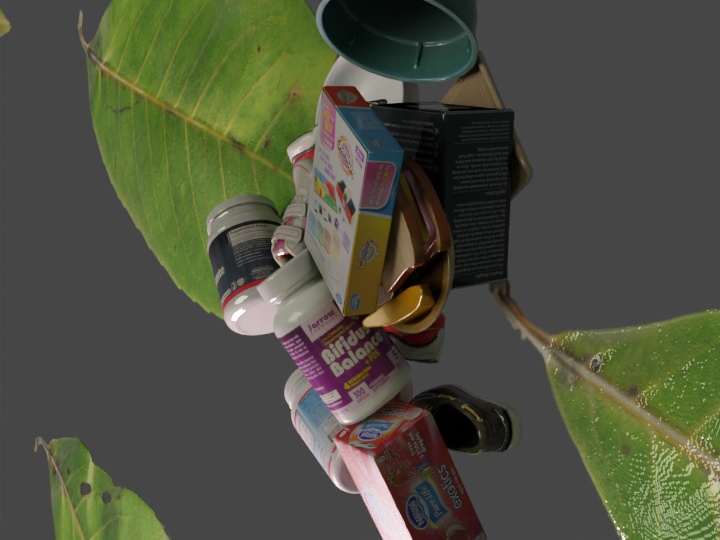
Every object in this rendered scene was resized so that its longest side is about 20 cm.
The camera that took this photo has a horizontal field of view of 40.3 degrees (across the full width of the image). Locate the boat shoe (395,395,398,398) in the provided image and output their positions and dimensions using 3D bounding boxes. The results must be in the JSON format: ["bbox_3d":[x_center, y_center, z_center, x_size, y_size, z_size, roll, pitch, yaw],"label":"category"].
[{"bbox_3d":[0.019,0.178,1.290,0.060,0.071,0.202,-144,34,-78],"label":"boat shoe"}]

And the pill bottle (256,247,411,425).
[{"bbox_3d":[-0.036,0.076,1.189,0.201,0.112,0.112,53,144,-5],"label":"pill bottle"}]

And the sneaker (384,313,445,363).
[{"bbox_3d":[0.046,0.065,1.330,0.199,0.076,0.086,17,93,47],"label":"sneaker"}]

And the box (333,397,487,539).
[{"bbox_3d":[0.061,0.266,1.198,0.099,0.095,0.202,12,131,58],"label":"box"}]

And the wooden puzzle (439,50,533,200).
[{"bbox_3d":[0.138,-0.140,1.227,0.200,0.037,0.187,-54,46,50],"label":"wooden puzzle"}]

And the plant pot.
[{"bbox_3d":[0.065,-0.365,1.187,0.199,0.199,0.198,-13,59,57],"label":"plant pot"}]

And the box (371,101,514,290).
[{"bbox_3d":[0.093,-0.093,1.160,0.148,0.106,0.203,20,113,54],"label":"box"}]

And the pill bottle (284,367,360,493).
[{"bbox_3d":[-0.034,0.220,1.420,0.200,0.108,0.110,45,126,49],"label":"pill bottle"}]

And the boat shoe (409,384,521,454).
[{"bbox_3d":[0.112,0.183,1.213,0.200,0.060,0.073,0,92,59],"label":"boat shoe"}]

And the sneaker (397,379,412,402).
[{"bbox_3d":[-0.005,0.135,1.396,0.200,0.087,0.075,47,127,49],"label":"sneaker"}]

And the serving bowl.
[{"bbox_3d":[0.019,-0.210,1.347,0.199,0.065,0.203,-13,73,52],"label":"serving bowl"}]

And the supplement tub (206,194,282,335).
[{"bbox_3d":[-0.176,-0.009,1.627,0.141,0.139,0.202,-50,48,45],"label":"supplement tub"}]

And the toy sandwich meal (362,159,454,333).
[{"bbox_3d":[0.035,-0.021,1.102,0.204,0.070,0.208,20,113,55],"label":"toy sandwich meal"}]

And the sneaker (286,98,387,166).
[{"bbox_3d":[-0.019,-0.162,1.295,0.199,0.076,0.086,-29,81,52],"label":"sneaker"}]

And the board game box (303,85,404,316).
[{"bbox_3d":[-0.013,-0.077,1.074,0.154,0.040,0.202,-120,32,-49],"label":"board game box"}]

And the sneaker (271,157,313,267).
[{"bbox_3d":[-0.071,-0.048,1.266,0.081,0.087,0.203,-26,68,61],"label":"sneaker"}]
